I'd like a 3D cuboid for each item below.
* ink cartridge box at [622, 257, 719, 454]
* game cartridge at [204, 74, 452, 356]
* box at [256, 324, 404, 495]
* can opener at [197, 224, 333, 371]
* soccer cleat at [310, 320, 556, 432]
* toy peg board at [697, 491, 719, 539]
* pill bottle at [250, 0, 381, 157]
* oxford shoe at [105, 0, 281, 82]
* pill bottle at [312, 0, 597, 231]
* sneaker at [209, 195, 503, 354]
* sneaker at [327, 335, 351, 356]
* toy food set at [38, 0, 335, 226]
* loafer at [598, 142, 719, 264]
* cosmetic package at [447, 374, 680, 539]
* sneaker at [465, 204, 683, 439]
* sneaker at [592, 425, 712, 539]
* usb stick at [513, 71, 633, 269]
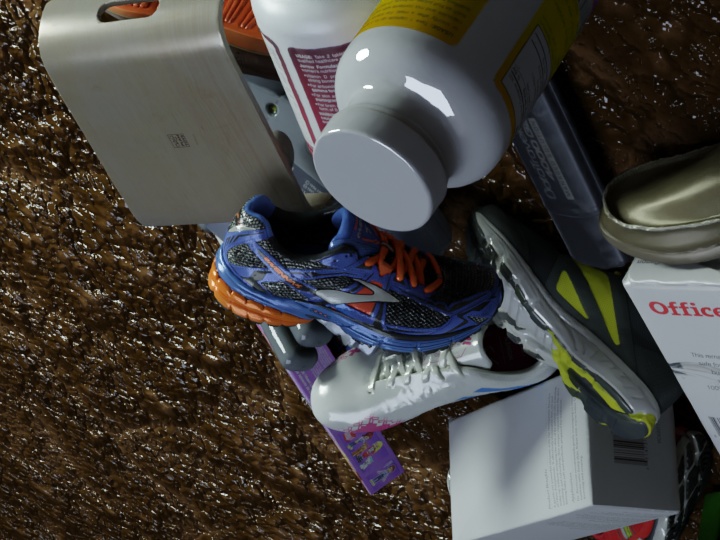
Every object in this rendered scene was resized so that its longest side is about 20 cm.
[{"bbox_3d":[0.276,0.048,1.030,0.144,0.085,0.201,1,137,43],"label":"ink cartridge box"},{"bbox_3d":[-0.034,-0.048,1.177,0.199,0.041,0.134,40,124,8],"label":"game cartridge"},{"bbox_3d":[-0.042,0.079,1.362,0.201,0.039,0.137,60,174,-36],"label":"box"},{"bbox_3d":[-0.087,-0.007,1.251,0.201,0.066,0.053,56,131,31],"label":"can opener"},{"bbox_3d":[0.056,0.066,1.201,0.198,0.071,0.086,-16,165,-1],"label":"soccer cleat"},{"bbox_3d":[0.360,0.234,1.228,0.198,0.099,0.199,29,154,-23],"label":"toy peg board"},{"bbox_3d":[-0.004,-0.149,1.001,0.109,0.110,0.201,13,144,31],"label":"pill bottle"},{"bbox_3d":[-0.120,-0.174,1.119,0.198,0.072,0.073,23,152,18],"label":"oxford shoe"},{"bbox_3d":[0.052,-0.118,0.898,0.103,0.201,0.105,24,148,16],"label":"pill bottle"},{"bbox_3d":[0.000,0.000,1.081,0.197,0.076,0.079,7,128,-6],"label":"sneaker"},{"bbox_3d":[-0.004,0.024,1.282,0.078,0.076,0.201,26,147,19],"label":"sneaker"},{"bbox_3d":[-0.115,-0.109,1.105,0.142,0.061,0.201,-1,136,26],"label":"toy food set"},{"bbox_3d":[0.226,-0.054,0.954,0.198,0.076,0.068,-6,132,34],"label":"loafer"},{"bbox_3d":[0.150,0.149,1.250,0.084,0.109,0.200,8,161,-25],"label":"cosmetic package"},{"bbox_3d":[0.153,0.026,1.137,0.200,0.084,0.075,50,158,16],"label":"sneaker"},{"bbox_3d":[0.219,0.179,1.285,0.084,0.077,0.201,31,149,17],"label":"sneaker"},{"bbox_3d":[0.126,-0.078,1.051,0.055,0.033,0.201,11,143,45],"label":"usb stick"}]
